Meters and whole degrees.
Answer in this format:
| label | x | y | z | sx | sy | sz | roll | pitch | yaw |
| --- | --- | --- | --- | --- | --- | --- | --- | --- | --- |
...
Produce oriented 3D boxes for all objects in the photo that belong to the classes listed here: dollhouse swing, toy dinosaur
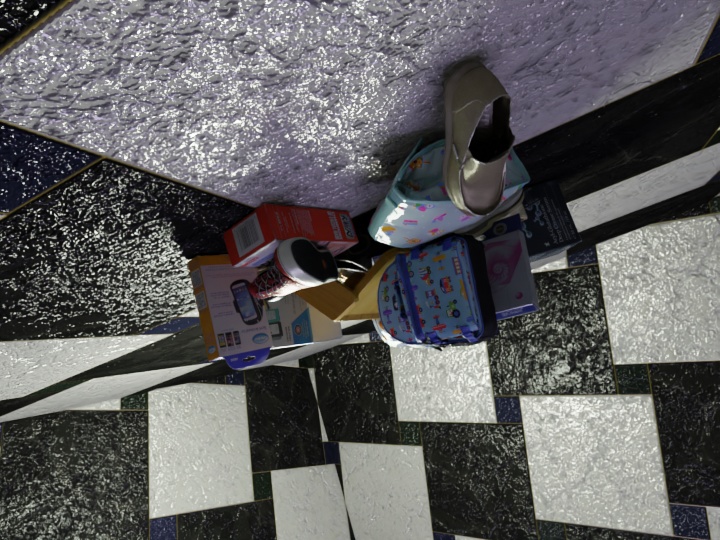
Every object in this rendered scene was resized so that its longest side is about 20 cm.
| label | x | y | z | sx | sy | sz | roll | pitch | yaw |
| --- | --- | --- | --- | --- | --- | --- | --- | --- | --- |
| dollhouse swing | 0.000 | 0.000 | 1.051 | 0.199 | 0.181 | 0.177 | 5 | 114 | -59 |
| toy dinosaur | -0.004 | 0.026 | 1.298 | 0.199 | 0.061 | 0.106 | 28 | 118 | -18 |

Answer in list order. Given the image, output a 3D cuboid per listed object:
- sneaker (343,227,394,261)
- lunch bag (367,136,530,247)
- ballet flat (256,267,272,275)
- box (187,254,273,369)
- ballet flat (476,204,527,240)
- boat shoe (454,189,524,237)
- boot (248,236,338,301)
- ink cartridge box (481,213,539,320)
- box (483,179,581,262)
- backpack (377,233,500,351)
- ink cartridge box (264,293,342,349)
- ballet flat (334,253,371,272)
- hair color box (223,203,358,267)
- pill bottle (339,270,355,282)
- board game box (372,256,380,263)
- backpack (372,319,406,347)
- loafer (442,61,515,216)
| label | x | y | z | sx | sy | sz | roll | pitch | yaw |
| --- | --- | --- | --- | --- | --- | --- | --- | --- | --- |
| sneaker | 0.063 | -0.071 | 1.053 | 0.198 | 0.077 | 0.091 | -12 | 177 | 20 |
| lunch bag | 0.110 | -0.116 | 0.767 | 0.198 | 0.123 | 0.170 | -20 | 170 | -17 |
| ballet flat | -0.242 | 0.020 | 1.036 | 0.198 | 0.075 | 0.074 | -23 | 168 | 13 |
| box | -0.225 | 0.072 | 0.924 | 0.041 | 0.202 | 0.118 | -20 | 169 | 40 |
| ballet flat | 0.253 | -0.076 | 1.060 | 0.199 | 0.063 | 0.067 | -33 | 177 | -3 |
| boat shoe | 0.243 | -0.131 | 0.996 | 0.200 | 0.069 | 0.074 | -37 | -161 | -33 |
| boot | -0.126 | 0.010 | 0.812 | 0.143 | 0.073 | 0.200 | -19 | 171 | 10 |
| ink cartridge box | 0.207 | 0.001 | 0.953 | 0.195 | 0.202 | 0.043 | -19 | 147 | 28 |
| box | 0.354 | -0.094 | 1.160 | 0.198 | 0.150 | 0.107 | -16 | 168 | -11 |
| backpack | 0.110 | 0.043 | 0.870 | 0.198 | 0.185 | 0.134 | -12 | 173 | 31 |
| ink cartridge box | -0.168 | 0.100 | 1.196 | 0.198 | 0.148 | 0.146 | -12 | 173 | 25 |
| ballet flat | -0.055 | -0.014 | 1.141 | 0.198 | 0.057 | 0.066 | -10 | 166 | -33 |
| hair color box | -0.109 | -0.053 | 0.865 | 0.110 | 0.064 | 0.199 | -27 | 166 | 35 |
| pill bottle | -0.030 | 0.068 | 1.423 | 0.110 | 0.112 | 0.200 | -12 | 167 | -27 |
| board game box | 0.139 | -0.041 | 1.337 | 0.198 | 0.045 | 0.152 | -20 | 168 | 9 |
| backpack | 0.107 | 0.075 | 1.213 | 0.198 | 0.192 | 0.154 | -19 | 177 | -20 |
| loafer | 0.139 | -0.135 | 0.610 | 0.075 | 0.068 | 0.201 | -27 | 134 | -8 |
